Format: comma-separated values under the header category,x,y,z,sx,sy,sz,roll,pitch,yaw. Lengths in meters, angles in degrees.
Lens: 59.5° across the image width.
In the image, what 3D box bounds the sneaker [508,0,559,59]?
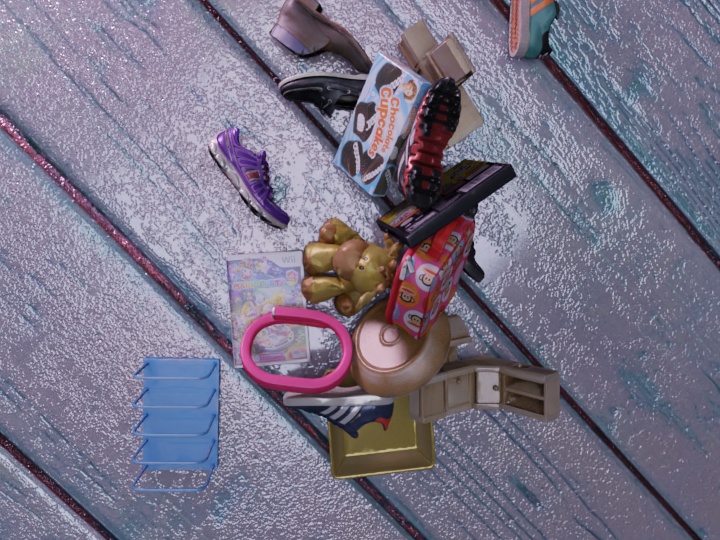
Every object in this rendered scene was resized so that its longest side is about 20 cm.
category,x,y,z,sx,sy,sz,roll,pitch,yaw
sneaker,0.316,-0.483,1.126,0.078,0.071,0.206,2,99,-10

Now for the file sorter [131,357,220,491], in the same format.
category,x,y,z,sx,sy,sz,roll,pitch,yaw
file sorter,-0.323,0.266,1.095,0.135,0.123,0.206,2,95,-5

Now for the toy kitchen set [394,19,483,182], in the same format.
category,x,y,z,sx,sy,sz,roll,pitch,yaw
toy kitchen set,0.092,-0.289,1.062,0.179,0.163,0.202,-34,96,-1

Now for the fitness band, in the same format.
category,x,y,z,sx,sy,sz,roll,pitch,yaw
fitness band,-0.110,0.137,1.090,0.194,0.038,0.147,6,58,0

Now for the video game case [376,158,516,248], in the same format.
category,x,y,z,sx,sy,sz,roll,pitch,yaw
video game case,0.132,-0.114,1.024,0.198,0.181,0.026,-35,108,-5

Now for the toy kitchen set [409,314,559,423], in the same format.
category,x,y,z,sx,sy,sz,roll,pitch,yaw
toy kitchen set,0.207,0.170,1.074,0.196,0.179,0.168,-6,97,-37

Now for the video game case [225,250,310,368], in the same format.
category,x,y,z,sx,sy,sz,roll,pitch,yaw
video game case,-0.167,0.070,1.146,0.139,0.018,0.206,-4,95,-5

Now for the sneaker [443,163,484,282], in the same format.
category,x,y,z,sx,sy,sz,roll,pitch,yaw
sneaker,0.185,-0.084,1.146,0.104,0.060,0.200,-42,94,2

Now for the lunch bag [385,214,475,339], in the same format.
category,x,y,z,sx,sy,sz,roll,pitch,yaw
lunch bag,0.120,-0.007,1.025,0.081,0.200,0.179,26,135,16

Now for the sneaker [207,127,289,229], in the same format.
category,x,y,z,sx,sy,sz,roll,pitch,yaw
sneaker,-0.183,-0.162,1.099,0.083,0.081,0.202,-36,96,-7

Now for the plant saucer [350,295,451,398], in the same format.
category,x,y,z,sx,sy,sz,roll,pitch,yaw
plant saucer,0.059,0.118,1.092,0.199,0.201,0.036,-40,137,0

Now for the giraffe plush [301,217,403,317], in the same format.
category,x,y,z,sx,sy,sz,roll,pitch,yaw
giraffe plush,0.000,0.000,1.078,0.195,0.162,0.178,5,91,-9

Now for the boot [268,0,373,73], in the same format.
category,x,y,z,sx,sy,sz,roll,pitch,yaw
boot,-0.067,-0.391,1.099,0.200,0.075,0.097,44,100,3

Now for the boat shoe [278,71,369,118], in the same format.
category,x,y,z,sx,sy,sz,roll,pitch,yaw
boat shoe,-0.044,-0.300,1.101,0.194,0.074,0.068,-2,83,-15

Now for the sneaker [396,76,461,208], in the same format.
category,x,y,z,sx,sy,sz,roll,pitch,yaw
sneaker,0.102,-0.202,0.997,0.069,0.098,0.206,13,94,-19

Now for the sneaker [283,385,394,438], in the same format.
category,x,y,z,sx,sy,sz,roll,pitch,yaw
sneaker,-0.038,0.249,1.099,0.194,0.075,0.087,1,102,-1

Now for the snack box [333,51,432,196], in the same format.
category,x,y,z,sx,sy,sz,roll,pitch,yaw
snack box,0.034,-0.241,1.051,0.116,0.037,0.203,43,121,33

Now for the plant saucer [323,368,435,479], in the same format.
category,x,y,z,sx,sy,sz,roll,pitch,yaw
plant saucer,0.034,0.270,1.166,0.194,0.048,0.206,-5,95,-6
